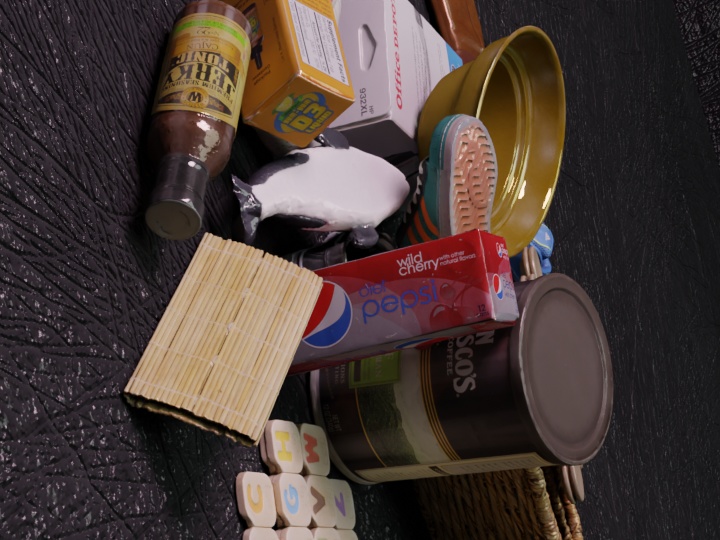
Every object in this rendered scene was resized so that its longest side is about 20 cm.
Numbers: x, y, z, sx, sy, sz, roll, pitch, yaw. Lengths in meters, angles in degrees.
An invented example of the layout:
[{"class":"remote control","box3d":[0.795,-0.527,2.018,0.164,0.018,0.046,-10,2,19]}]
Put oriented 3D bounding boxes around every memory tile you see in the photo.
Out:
[{"class":"memory tile","box3d":[0.167,0.092,1.593,0.154,0.017,0.202,-82,157,-60]}]

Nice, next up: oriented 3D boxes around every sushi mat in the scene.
[{"class":"sushi mat","box3d":[-0.090,0.044,1.254,0.201,0.095,0.012,-69,180,-55]}]

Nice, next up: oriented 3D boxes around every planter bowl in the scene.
[{"class":"planter bowl","box3d":[0.105,-0.116,1.592,0.200,0.083,0.203,-28,122,-58]}]

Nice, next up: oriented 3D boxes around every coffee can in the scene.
[{"class":"coffee can","box3d":[0.080,0.090,1.441,0.146,0.198,0.148,19,66,-51]}]

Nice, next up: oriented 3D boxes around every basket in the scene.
[{"class":"basket","box3d":[0.148,0.192,1.588,0.143,0.148,0.202,-40,121,-40]}]

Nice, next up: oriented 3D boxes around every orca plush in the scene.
[{"class":"orca plush","box3d":[-0.046,-0.045,1.422,0.106,0.071,0.200,56,38,0]}]

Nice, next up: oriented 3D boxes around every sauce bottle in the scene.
[{"class":"sauce bottle","box3d":[-0.117,-0.108,1.291,0.065,0.064,0.201,56,28,-42]}]

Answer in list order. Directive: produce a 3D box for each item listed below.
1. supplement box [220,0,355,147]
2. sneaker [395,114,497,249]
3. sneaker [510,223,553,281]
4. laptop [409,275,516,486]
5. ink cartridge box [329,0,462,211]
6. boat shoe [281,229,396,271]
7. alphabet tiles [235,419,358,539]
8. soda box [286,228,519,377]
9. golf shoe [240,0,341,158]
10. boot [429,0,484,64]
[{"class":"supplement box","box3d":[-0.063,-0.195,1.406,0.068,0.066,0.201,25,40,-38]},{"class":"sneaker","box3d":[0.063,-0.045,1.485,0.071,0.079,0.202,-40,141,-38]},{"class":"sneaker","box3d":[0.132,-0.048,1.820,0.200,0.104,0.076,52,32,-47]},{"class":"laptop","box3d":[0.092,0.097,1.635,0.178,0.102,0.201,57,28,-39]},{"class":"ink cartridge box","box3d":[0.027,-0.159,1.653,0.200,0.083,0.147,36,46,-59]},{"class":"boat shoe","box3d":[0.000,0.000,1.507,0.200,0.070,0.073,-25,100,-69]},{"class":"alphabet tiles","box3d":[-0.037,0.214,1.364,0.195,0.014,0.202,21,59,-64]},{"class":"soda box","box3d":[0.014,0.026,1.351,0.063,0.198,0.071,13,66,-67]},{"class":"golf shoe","box3d":[-0.052,-0.171,1.500,0.092,0.075,0.201,66,29,-48]},{"class":"boot","box3d":[0.126,-0.237,2.011,0.188,0.068,0.202,11,60,-59]}]
